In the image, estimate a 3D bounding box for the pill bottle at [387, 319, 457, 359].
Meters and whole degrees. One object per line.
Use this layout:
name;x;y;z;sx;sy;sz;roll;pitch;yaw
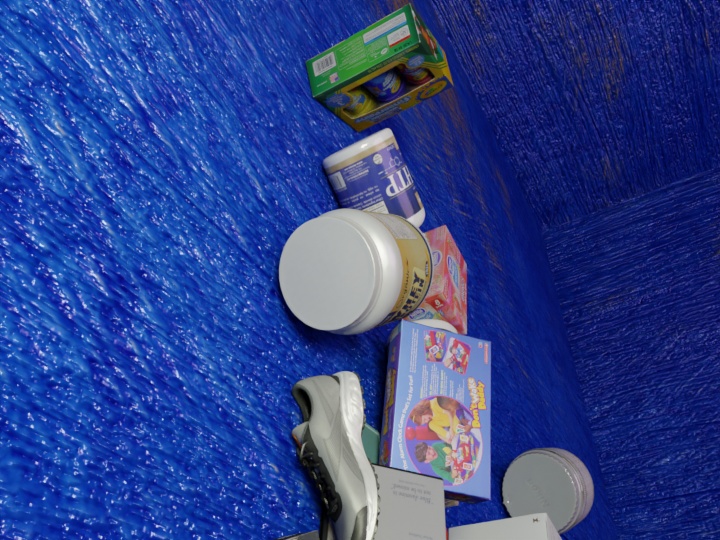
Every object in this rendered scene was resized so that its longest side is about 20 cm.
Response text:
pill bottle;0.098;0.183;0.869;0.112;0.111;0.204;42;35;-47

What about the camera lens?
camera lens;0.383;0.446;1.240;0.199;0.157;0.163;27;48;-58

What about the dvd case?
dvd case;0.024;0.297;0.620;0.140;0.018;0.203;16;46;-12

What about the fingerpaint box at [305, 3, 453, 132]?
fingerpaint box;0.035;-0.328;1.022;0.166;0.197;0.075;18;56;-62

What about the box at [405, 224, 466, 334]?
box;0.128;0.025;1.083;0.103;0.093;0.202;56;27;-27

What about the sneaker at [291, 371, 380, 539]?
sneaker;-0.029;0.198;0.619;0.078;0.075;0.203;3;49;-20

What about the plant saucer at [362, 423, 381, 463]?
plant saucer;0.007;0.273;0.712;0.070;0.019;0.203;47;31;-44

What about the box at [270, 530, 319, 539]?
box;-0.072;0.319;0.461;0.159;0.043;0.204;23;52;-61

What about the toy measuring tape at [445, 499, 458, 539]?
toy measuring tape;0.090;0.339;0.784;0.199;0.072;0.075;21;52;-60

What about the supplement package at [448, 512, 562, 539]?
supplement package;0.210;0.466;0.838;0.112;0.153;0.202;56;27;-31

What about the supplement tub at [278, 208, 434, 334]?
supplement tub;0.000;0.000;0.751;0.199;0.142;0.148;-6;77;-66

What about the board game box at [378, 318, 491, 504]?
board game box;0.097;0.176;0.773;0.132;0.045;0.204;15;60;-12

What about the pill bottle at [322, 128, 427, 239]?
pill bottle;0.033;-0.101;0.938;0.203;0.118;0.120;65;24;-12
